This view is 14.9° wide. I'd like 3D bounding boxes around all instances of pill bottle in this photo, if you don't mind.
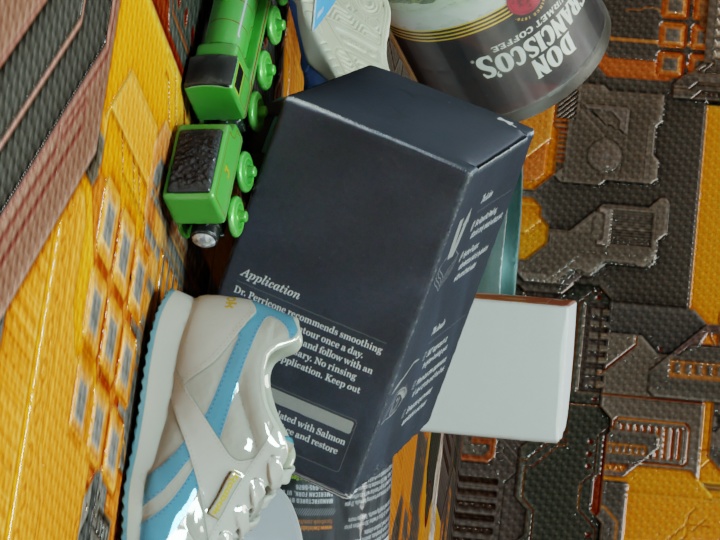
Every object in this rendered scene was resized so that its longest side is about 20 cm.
[{"bbox_3d":[-0.035,0.180,1.732,0.106,0.106,0.201,-61,156,-73],"label":"pill bottle"}]

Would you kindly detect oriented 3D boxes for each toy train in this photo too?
[{"bbox_3d":[-0.073,-0.104,1.500,0.056,0.042,0.201,67,27,-53],"label":"toy train"}]

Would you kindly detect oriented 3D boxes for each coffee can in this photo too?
[{"bbox_3d":[0.068,-0.217,1.870,0.147,0.146,0.200,-78,148,-43],"label":"coffee can"}]

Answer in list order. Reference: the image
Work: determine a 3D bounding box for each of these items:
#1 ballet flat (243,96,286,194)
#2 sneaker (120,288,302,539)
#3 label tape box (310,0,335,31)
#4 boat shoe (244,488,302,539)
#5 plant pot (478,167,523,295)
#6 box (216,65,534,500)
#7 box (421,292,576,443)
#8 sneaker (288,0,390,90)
[{"bbox_3d":[-0.043,-0.017,1.729,0.069,0.068,0.200,-65,151,-41],"label":"ballet flat"},{"bbox_3d":[-0.078,0.112,1.436,0.077,0.080,0.201,56,41,-82],"label":"sneaker"},{"bbox_3d":[-0.042,-0.245,1.520,0.143,0.066,0.201,-65,158,-72],"label":"label tape box"},{"bbox_3d":[-0.078,0.223,1.623,0.070,0.071,0.201,164,-70,-68],"label":"boat shoe"},{"bbox_3d":[0.056,-0.009,2.226,0.200,0.134,0.201,5,90,-84],"label":"plant pot"},{"bbox_3d":[0.000,0.000,1.584,0.197,0.117,0.201,-34,145,-74],"label":"box"},{"bbox_3d":[0.048,0.062,1.943,0.124,0.199,0.098,-8,104,-83],"label":"box"},{"bbox_3d":[-0.023,-0.111,1.793,0.111,0.077,0.201,-42,-119,45],"label":"sneaker"}]
